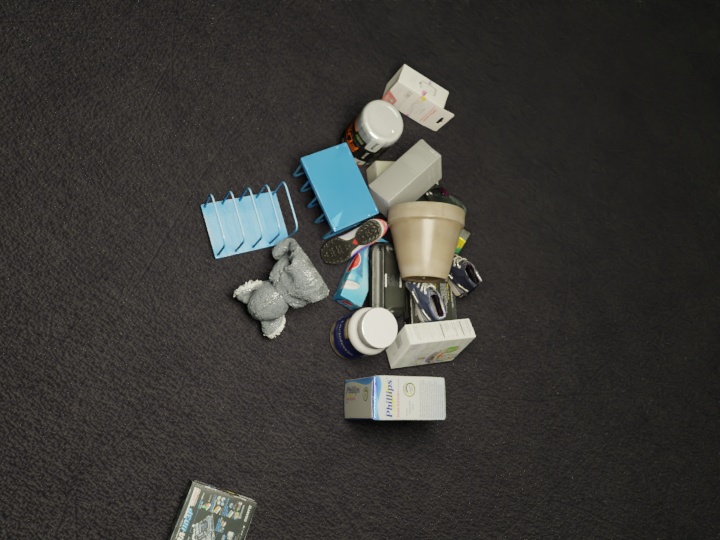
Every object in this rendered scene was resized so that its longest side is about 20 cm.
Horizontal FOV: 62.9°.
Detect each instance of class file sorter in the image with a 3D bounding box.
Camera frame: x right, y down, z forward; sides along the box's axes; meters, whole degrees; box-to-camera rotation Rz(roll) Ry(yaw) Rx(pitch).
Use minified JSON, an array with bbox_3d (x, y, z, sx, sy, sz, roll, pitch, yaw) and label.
[{"bbox_3d":[-0.270,-0.128,1.445,0.198,0.122,0.140,-15,84,-27],"label":"file sorter"},{"bbox_3d":[-0.073,-0.202,1.542,0.138,0.122,0.202,-24,89,-27],"label":"file sorter"}]

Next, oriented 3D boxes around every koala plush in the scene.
[{"bbox_3d":[-0.193,0.050,1.421,0.199,0.184,0.178,-35,108,-6],"label":"koala plush"}]

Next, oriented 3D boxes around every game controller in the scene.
[{"bbox_3d":[0.070,0.026,1.542,0.103,0.042,0.203,3,86,-31],"label":"game controller"}]

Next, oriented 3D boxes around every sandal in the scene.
[{"bbox_3d":[0.223,-0.208,1.657,0.199,0.048,0.076,24,73,-19],"label":"sandal"}]

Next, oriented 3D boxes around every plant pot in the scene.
[{"bbox_3d":[0.164,-0.063,1.482,0.198,0.200,0.176,6,80,-23],"label":"plant pot"}]

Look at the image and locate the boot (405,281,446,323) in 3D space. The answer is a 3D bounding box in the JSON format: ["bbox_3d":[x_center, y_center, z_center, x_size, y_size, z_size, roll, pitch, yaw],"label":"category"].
[{"bbox_3d":[0.169,0.043,1.557,0.072,0.090,0.202,-22,84,-22],"label":"boot"}]

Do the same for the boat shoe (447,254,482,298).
[{"bbox_3d":[0.257,-0.025,1.618,0.074,0.093,0.201,-37,90,-31],"label":"boat shoe"}]

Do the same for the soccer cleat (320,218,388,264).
[{"bbox_3d":[-0.014,-0.074,1.535,0.069,0.199,0.073,63,26,4],"label":"soccer cleat"}]

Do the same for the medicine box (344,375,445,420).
[{"bbox_3d":[0.082,0.320,1.462,0.198,0.182,0.104,5,75,-23],"label":"medicine box"}]

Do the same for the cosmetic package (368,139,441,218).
[{"bbox_3d":[0.122,-0.238,1.570,0.199,0.107,0.090,-39,65,-13],"label":"cosmetic package"}]

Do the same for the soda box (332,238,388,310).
[{"bbox_3d":[0.000,0.000,1.568,0.067,0.064,0.202,29,67,-15],"label":"soda box"}]

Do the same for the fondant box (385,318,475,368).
[{"bbox_3d":[0.184,0.193,1.556,0.198,0.145,0.059,-2,57,-24],"label":"fondant box"}]

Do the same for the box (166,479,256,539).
[{"bbox_3d":[-0.336,0.584,1.287,0.158,0.046,0.202,25,69,-17],"label":"box"}]

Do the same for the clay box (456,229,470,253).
[{"bbox_3d":[0.208,-0.130,1.647,0.199,0.048,0.115,33,21,7],"label":"clay box"}]

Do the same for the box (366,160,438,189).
[{"bbox_3d":[0.121,-0.262,1.683,0.198,0.068,0.083,-2,79,-24],"label":"box"}]

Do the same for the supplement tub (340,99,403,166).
[{"bbox_3d":[0.022,-0.362,1.588,0.121,0.200,0.124,6,75,-22],"label":"supplement tub"}]

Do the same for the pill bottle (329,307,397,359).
[{"bbox_3d":[0.008,0.155,1.458,0.114,0.200,0.117,6,75,-22],"label":"pill bottle"}]

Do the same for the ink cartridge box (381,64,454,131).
[{"bbox_3d":[0.177,-0.506,1.740,0.198,0.116,0.068,27,68,-17],"label":"ink cartridge box"}]

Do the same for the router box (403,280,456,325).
[{"bbox_3d":[0.191,0.074,1.642,0.147,0.051,0.203,5,74,-23],"label":"router box"}]
